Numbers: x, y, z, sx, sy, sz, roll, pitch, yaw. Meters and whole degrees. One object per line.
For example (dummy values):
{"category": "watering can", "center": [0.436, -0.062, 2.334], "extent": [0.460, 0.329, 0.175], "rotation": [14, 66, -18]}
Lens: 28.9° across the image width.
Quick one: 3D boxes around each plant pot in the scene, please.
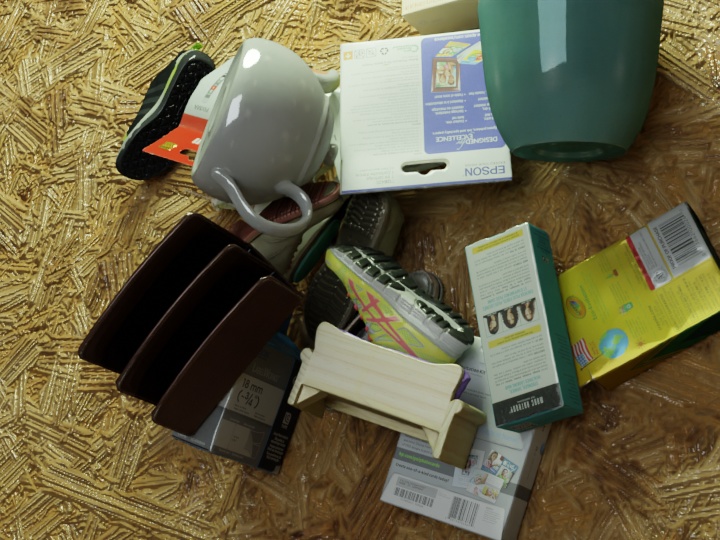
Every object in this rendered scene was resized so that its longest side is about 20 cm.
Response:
{"category": "plant pot", "center": [0.222, -0.204, 1.492], "extent": [0.199, 0.200, 0.163], "rotation": [-1, 84, 29]}

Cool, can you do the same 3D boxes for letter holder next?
{"category": "letter holder", "center": [-0.184, 0.056, 1.487], "extent": [0.200, 0.142, 0.100], "rotation": [-50, 58, 4]}

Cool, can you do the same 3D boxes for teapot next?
{"category": "teapot", "center": [-0.094, -0.150, 1.556], "extent": [0.197, 0.145, 0.202], "rotation": [-144, 77, -78]}

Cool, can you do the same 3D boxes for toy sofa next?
{"category": "toy sofa", "center": [0.031, 0.132, 1.487], "extent": [0.198, 0.083, 0.099], "rotation": [16, 81, 27]}

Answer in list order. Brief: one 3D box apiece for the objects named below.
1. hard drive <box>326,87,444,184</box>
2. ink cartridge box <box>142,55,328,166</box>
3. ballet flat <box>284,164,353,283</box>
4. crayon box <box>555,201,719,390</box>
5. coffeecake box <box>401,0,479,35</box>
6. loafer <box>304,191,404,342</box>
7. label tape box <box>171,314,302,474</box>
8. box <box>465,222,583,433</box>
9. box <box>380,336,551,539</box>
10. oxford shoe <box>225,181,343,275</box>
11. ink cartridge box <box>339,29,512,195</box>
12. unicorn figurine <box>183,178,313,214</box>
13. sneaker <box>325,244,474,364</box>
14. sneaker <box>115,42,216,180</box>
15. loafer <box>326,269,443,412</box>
{"category": "hard drive", "center": [0.059, -0.177, 1.634], "extent": [0.198, 0.026, 0.133], "rotation": [-17, 64, 4]}
{"category": "ink cartridge box", "center": [-0.153, -0.196, 1.720], "extent": [0.161, 0.051, 0.200], "rotation": [18, 41, 35]}
{"category": "ballet flat", "center": [-0.041, -0.078, 1.666], "extent": [0.069, 0.069, 0.201], "rotation": [37, 88, 34]}
{"category": "crayon box", "center": [0.283, 0.035, 1.452], "extent": [0.199, 0.051, 0.128], "rotation": [-30, 60, 17]}
{"category": "coffeecake box", "center": [0.132, -0.396, 1.677], "extent": [0.152, 0.073, 0.202], "rotation": [-10, 68, 28]}
{"category": "loafer", "center": [0.000, 0.000, 1.621], "extent": [0.076, 0.068, 0.202], "rotation": [38, 110, 38]}
{"category": "label tape box", "center": [-0.120, 0.119, 1.600], "extent": [0.063, 0.144, 0.202], "rotation": [15, 81, 33]}
{"category": "box", "center": [0.169, 0.060, 1.453], "extent": [0.082, 0.049, 0.202], "rotation": [-21, 66, 31]}
{"category": "box", "center": [0.121, 0.175, 1.503], "extent": [0.155, 0.041, 0.202], "rotation": [12, 80, 32]}
{"category": "oxford shoe", "center": [-0.091, -0.039, 1.614], "extent": [0.199, 0.074, 0.071], "rotation": [-26, 21, 29]}
{"category": "ink cartridge box", "center": [0.073, -0.175, 1.593], "extent": [0.195, 0.047, 0.202], "rotation": [-4, 67, 9]}
{"category": "unicorn figurine", "center": [-0.116, -0.100, 1.704], "extent": [0.199, 0.074, 0.138], "rotation": [-29, 16, 5]}
{"category": "sneaker", "center": [0.026, 0.048, 1.527], "extent": [0.200, 0.078, 0.091], "rotation": [42, 115, 24]}
{"category": "sneaker", "center": [-0.258, -0.210, 1.856], "extent": [0.201, 0.071, 0.083], "rotation": [-54, 32, 2]}
{"category": "loafer", "center": [0.014, 0.078, 1.586], "extent": [0.200, 0.063, 0.072], "rotation": [-48, 56, 7]}
